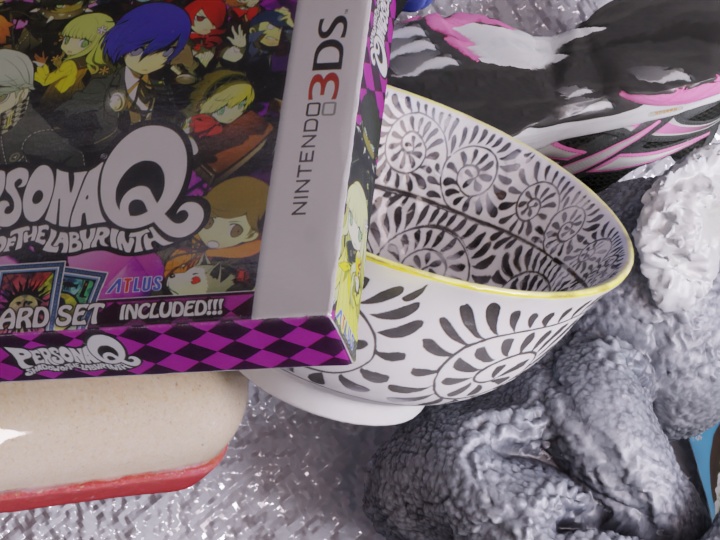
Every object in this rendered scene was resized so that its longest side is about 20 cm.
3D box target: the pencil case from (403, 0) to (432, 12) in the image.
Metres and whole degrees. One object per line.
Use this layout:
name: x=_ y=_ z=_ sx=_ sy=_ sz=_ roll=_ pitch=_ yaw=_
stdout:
pencil case: x=-0.060 y=-0.125 z=1.113 sx=0.199 sy=0.087 sz=0.078 roll=-21 pitch=77 yaw=-24

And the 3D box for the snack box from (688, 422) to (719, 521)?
snack box: x=0.225 y=0.144 z=1.161 sx=0.037 sy=0.116 sz=0.201 roll=-11 pitch=84 yaw=-50

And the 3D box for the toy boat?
toy boat: x=-0.145 y=0.049 z=1.032 sx=0.199 sy=0.131 sz=0.131 roll=-3 pitch=58 yaw=-42

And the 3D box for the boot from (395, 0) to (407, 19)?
boot: x=0.002 y=-0.187 z=1.023 sx=0.163 sy=0.073 sz=0.198 roll=-56 pitch=146 yaw=-9

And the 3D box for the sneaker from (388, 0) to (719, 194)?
sneaker: x=0.077 y=-0.062 z=1.162 sx=0.198 sy=0.087 sz=0.081 roll=-6 pitch=52 yaw=-1

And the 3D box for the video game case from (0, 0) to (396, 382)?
video game case: x=-0.091 y=-0.043 z=0.927 sx=0.198 sy=0.036 sz=0.182 roll=-3 pitch=53 yaw=15

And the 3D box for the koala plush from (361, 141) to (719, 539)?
koala plush: x=0.111 y=0.046 z=1.109 sx=0.183 sy=0.177 sz=0.201 roll=21 pitch=78 yaw=-6

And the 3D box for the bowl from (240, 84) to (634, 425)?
bowl: x=0.000 y=0.000 z=1.023 sx=0.199 sy=0.201 sz=0.095 roll=12 pitch=112 yaw=-19
